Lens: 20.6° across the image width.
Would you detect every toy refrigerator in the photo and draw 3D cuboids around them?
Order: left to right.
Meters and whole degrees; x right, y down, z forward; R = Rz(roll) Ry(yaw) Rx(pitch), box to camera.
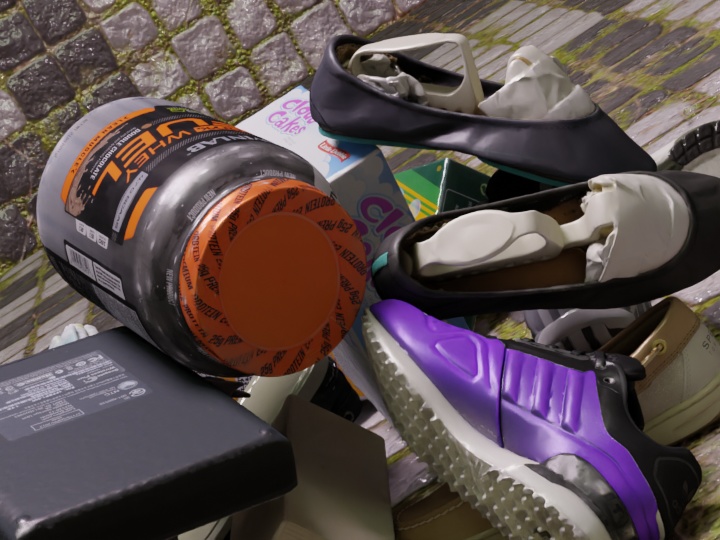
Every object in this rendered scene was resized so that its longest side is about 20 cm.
[{"bbox_3d":[-0.024,0.139,1.039,0.076,0.070,0.200,-63,8,11],"label":"toy refrigerator"}]

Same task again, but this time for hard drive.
[{"bbox_3d":[-0.136,0.085,0.979,0.139,0.033,0.200,-18,21,-23],"label":"hard drive"}]

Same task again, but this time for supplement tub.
[{"bbox_3d":[-0.084,-0.017,1.045,0.122,0.123,0.200,-36,28,-17],"label":"supplement tub"}]

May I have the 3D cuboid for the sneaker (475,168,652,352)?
[{"bbox_3d":[0.112,-0.008,1.126,0.075,0.116,0.200,-26,-3,4],"label":"sneaker"}]

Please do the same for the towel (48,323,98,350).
[{"bbox_3d":[-0.195,0.151,1.242,0.171,0.048,0.201,-51,35,25],"label":"towel"}]

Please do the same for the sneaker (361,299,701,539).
[{"bbox_3d":[0.085,0.067,0.952,0.099,0.070,0.200,-34,50,-18],"label":"sneaker"}]

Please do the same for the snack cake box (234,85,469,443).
[{"bbox_3d":[0.000,0.000,1.192,0.067,0.201,0.115,-33,34,-8],"label":"snack cake box"}]

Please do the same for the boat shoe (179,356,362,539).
[{"bbox_3d":[-0.068,0.138,1.187,0.074,0.066,0.200,15,69,55],"label":"boat shoe"}]

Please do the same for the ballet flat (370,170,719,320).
[{"bbox_3d":[0.103,-0.012,0.997,0.198,0.069,0.068,-13,-16,0],"label":"ballet flat"}]

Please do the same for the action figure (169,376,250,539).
[{"bbox_3d":[-0.122,0.109,1.054,0.129,0.070,0.200,-13,23,8],"label":"action figure"}]

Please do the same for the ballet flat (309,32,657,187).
[{"bbox_3d":[0.065,-0.091,1.074,0.199,0.074,0.073,13,30,17],"label":"ballet flat"}]

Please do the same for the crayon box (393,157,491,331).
[{"bbox_3d":[0.011,0.003,1.416,0.200,0.051,0.127,-15,59,56],"label":"crayon box"}]

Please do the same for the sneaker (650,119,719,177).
[{"bbox_3d":[0.166,-0.031,1.260,0.199,0.077,0.089,-15,-14,-16],"label":"sneaker"}]

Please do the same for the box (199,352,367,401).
[{"bbox_3d":[-0.081,0.080,1.341,0.199,0.042,0.119,1,-12,-34],"label":"box"}]

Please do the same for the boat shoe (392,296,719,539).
[{"bbox_3d":[0.095,0.081,1.016,0.199,0.067,0.074,-31,12,4],"label":"boat shoe"}]
